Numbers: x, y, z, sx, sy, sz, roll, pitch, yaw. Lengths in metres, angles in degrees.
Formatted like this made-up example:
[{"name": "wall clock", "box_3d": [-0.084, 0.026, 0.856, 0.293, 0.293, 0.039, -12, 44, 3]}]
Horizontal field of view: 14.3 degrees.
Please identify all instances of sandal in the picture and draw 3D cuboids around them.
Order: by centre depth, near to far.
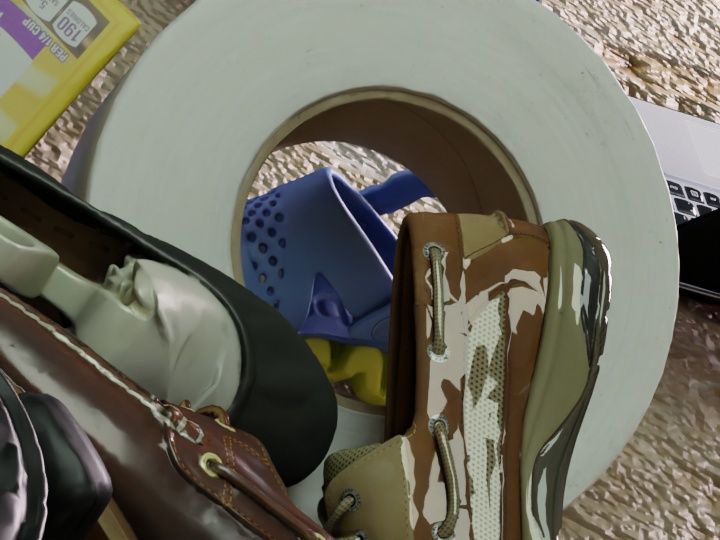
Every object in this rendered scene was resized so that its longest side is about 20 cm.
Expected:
[{"name": "sandal", "box_3d": [-0.029, -0.005, 1.006, 0.199, 0.087, 0.080, 4, 44, -32]}]

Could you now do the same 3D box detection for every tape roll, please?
[{"name": "tape roll", "box_3d": [0.000, 0.000, 0.938, 0.201, 0.071, 0.204, 3, 80, -17]}]

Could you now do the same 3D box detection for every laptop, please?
[{"name": "laptop", "box_3d": [0.198, -0.035, 1.196, 0.186, 0.116, 0.201, 16, 37, -24]}]

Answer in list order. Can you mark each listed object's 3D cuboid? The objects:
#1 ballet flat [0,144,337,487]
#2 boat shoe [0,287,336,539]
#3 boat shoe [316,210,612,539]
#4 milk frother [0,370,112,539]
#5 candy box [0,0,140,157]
[{"name": "ballet flat", "box_3d": [-0.093, 0.008, 0.835, 0.199, 0.068, 0.068, 32, 1, -8]}, {"name": "boat shoe", "box_3d": [-0.051, 0.074, 0.788, 0.200, 0.070, 0.070, 48, 56, -4]}, {"name": "boat shoe", "box_3d": [0.022, 0.075, 0.861, 0.073, 0.076, 0.201, 15, 69, -8]}, {"name": "milk frother", "box_3d": [-0.131, 0.125, 0.666, 0.180, 0.188, 0.201, 11, 42, -38]}, {"name": "candy box", "box_3d": [-0.172, -0.108, 0.888, 0.200, 0.026, 0.102, 43, 70, -10]}]
